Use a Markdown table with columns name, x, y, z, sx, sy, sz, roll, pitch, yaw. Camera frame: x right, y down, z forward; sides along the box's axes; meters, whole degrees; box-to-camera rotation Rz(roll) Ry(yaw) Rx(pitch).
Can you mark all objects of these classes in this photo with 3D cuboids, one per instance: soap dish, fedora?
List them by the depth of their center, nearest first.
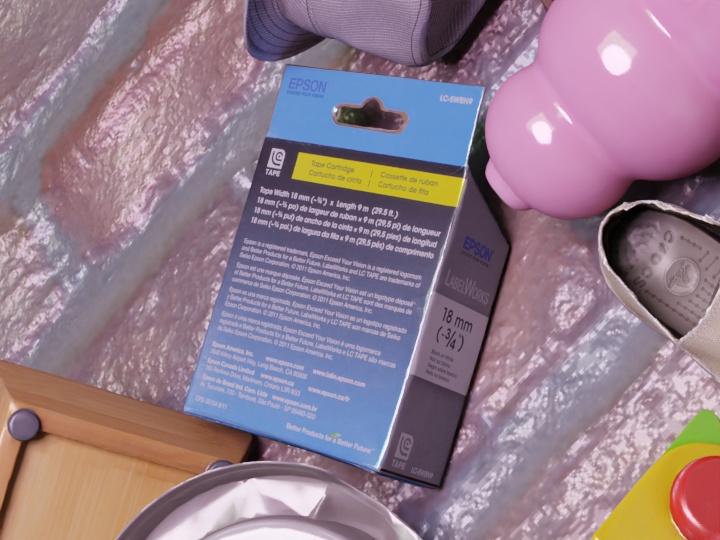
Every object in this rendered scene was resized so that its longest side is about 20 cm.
| name | x | y | z | sx | sy | sz | roll | pitch | yaw |
| --- | --- | --- | --- | --- | --- | --- | --- | --- | --- |
| fedora | 0.025 | -0.178 | 0.836 | 0.090 | 0.177 | 0.201 | 34 | 125 | 20 |
| soap dish | -0.154 | 0.164 | 0.860 | 0.081 | 0.157 | 0.201 | 172 | 115 | -73 |

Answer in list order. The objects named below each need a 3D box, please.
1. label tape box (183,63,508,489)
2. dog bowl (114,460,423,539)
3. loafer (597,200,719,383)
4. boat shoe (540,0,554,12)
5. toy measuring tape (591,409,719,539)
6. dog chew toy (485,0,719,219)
| name | x | y | z | sx | sy | sz | roll | pitch | yaw |
| --- | --- | --- | --- | --- | --- | --- | --- | --- | --- |
| label tape box | 0.000 | 0.000 | 0.857 | 0.144 | 0.063 | 0.201 | 12 | 83 | 39 |
| dog bowl | -0.038 | 0.195 | 0.784 | 0.199 | 0.059 | 0.201 | -2 | 81 | 11 |
| loafer | 0.178 | 0.025 | 0.713 | 0.200 | 0.068 | 0.076 | 28 | 95 | 40 |
| boat shoe | 0.125 | -0.212 | 0.830 | 0.070 | 0.070 | 0.201 | -12 | 67 | 37 |
| toy measuring tape | 0.126 | 0.137 | 0.685 | 0.073 | 0.074 | 0.200 | 23 | 56 | 39 |
| dog chew toy | 0.140 | -0.101 | 0.744 | 0.200 | 0.124 | 0.125 | -40 | 56 | 17 |
